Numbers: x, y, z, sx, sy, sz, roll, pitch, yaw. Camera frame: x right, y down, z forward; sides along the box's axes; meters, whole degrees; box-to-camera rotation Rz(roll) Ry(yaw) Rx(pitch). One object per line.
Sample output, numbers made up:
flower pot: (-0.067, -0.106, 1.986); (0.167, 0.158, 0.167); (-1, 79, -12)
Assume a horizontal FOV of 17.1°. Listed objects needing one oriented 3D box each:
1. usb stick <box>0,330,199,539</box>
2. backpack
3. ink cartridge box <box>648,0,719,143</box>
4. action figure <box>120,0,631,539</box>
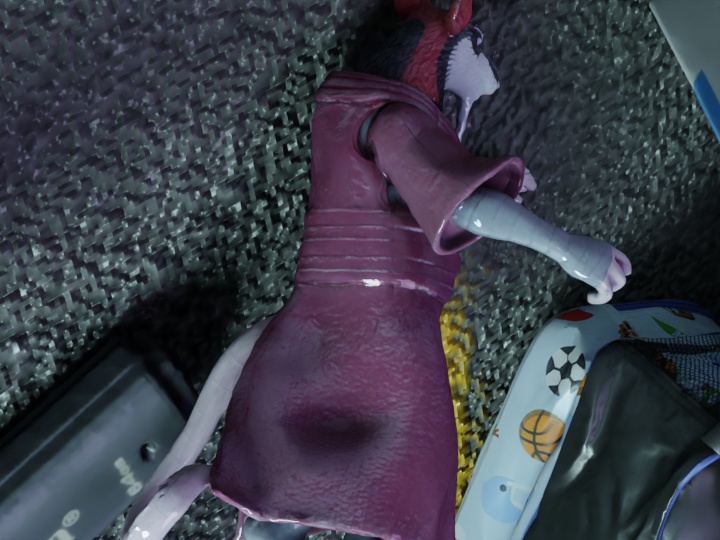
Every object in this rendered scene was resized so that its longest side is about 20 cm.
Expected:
usb stick: (-0.131, 0.099, 0.757); (0.200, 0.033, 0.056); (-43, 139, -12)
backpack: (0.137, 0.102, 0.928); (0.190, 0.154, 0.201); (1, 126, -37)
ink cartridge box: (0.202, -0.020, 0.842); (0.086, 0.147, 0.200); (-34, 121, 13)
action figure: (0.000, 0.000, 0.768); (0.148, 0.134, 0.201); (6, 86, -11)
